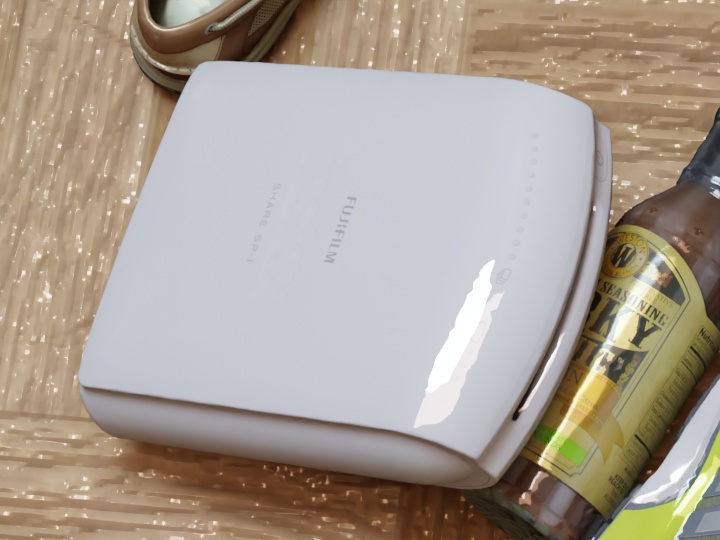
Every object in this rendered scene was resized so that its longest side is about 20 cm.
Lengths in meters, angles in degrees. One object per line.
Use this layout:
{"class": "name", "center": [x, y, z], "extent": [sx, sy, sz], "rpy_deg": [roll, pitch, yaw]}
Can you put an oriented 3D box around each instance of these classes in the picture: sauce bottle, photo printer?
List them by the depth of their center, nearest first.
{"class": "photo printer", "center": [0.000, 0.000, 1.158], "extent": [0.199, 0.069, 0.167], "rpy_deg": [7, 67, 34]}
{"class": "sauce bottle", "center": [0.113, 0.019, 1.166], "extent": [0.065, 0.065, 0.200], "rpy_deg": [28, 77, 19]}

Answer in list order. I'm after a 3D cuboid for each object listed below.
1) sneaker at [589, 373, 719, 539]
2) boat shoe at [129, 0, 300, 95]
{"class": "sneaker", "center": [0.154, 0.092, 1.135], "extent": [0.081, 0.074, 0.200], "rpy_deg": [37, 88, 14]}
{"class": "boat shoe", "center": [-0.031, -0.165, 1.246], "extent": [0.075, 0.074, 0.201], "rpy_deg": [29, 82, 10]}
